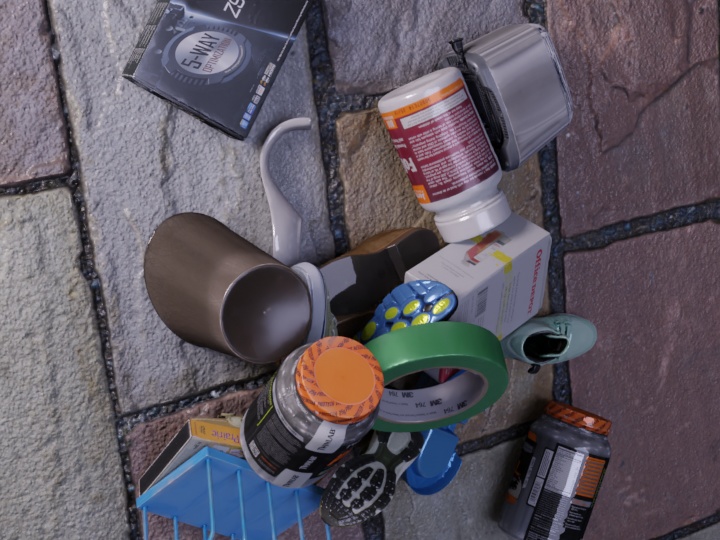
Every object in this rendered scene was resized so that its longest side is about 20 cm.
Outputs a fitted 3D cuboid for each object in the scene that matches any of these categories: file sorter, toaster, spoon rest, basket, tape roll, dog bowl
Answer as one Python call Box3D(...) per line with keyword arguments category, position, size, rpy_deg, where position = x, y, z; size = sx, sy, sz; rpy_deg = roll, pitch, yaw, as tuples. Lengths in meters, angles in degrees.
Box3D(category="file sorter", position=(-0.147, 0.322, 1.502), size=(0.200, 0.123, 0.139), rpy_deg=(27, 129, -37))
Box3D(category="toaster", position=(0.190, -0.237, 1.629), size=(0.129, 0.114, 0.201), rpy_deg=(-32, 112, -24))
Box3D(category="spoon rest", position=(-0.097, -0.087, 1.521), size=(0.060, 0.099, 0.201), rpy_deg=(6, 84, -1))
Box3D(category="basket", position=(-0.148, 0.031, 1.443), size=(0.136, 0.200, 0.181), rpy_deg=(-34, 115, -18))
Box3D(category="tape roll", position=(0.079, 0.133, 1.524), size=(0.200, 0.200, 0.048), rpy_deg=(11, 53, -30))
Box3D(category="dog bowl", position=(0.106, 0.203, 1.693), size=(0.111, 0.050, 0.201), rpy_deg=(27, 87, -45))

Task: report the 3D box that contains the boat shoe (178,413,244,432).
Box3D(category="boat shoe", position=(-0.138, 0.212, 1.571), size=(0.200, 0.063, 0.073), rpy_deg=(13, 136, -26))

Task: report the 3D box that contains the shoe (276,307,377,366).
Box3D(category="shoe", position=(-0.029, 0.080, 1.604), size=(0.199, 0.053, 0.070), rpy_deg=(-8, 112, -29))

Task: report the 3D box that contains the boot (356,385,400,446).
Box3D(category="boot", position=(-0.023, 0.196, 1.613), size=(0.200, 0.074, 0.076), rpy_deg=(2, 110, -41))

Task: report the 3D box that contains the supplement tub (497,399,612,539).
Box3D(category="supplement tub", position=(0.281, 0.294, 1.778), size=(0.122, 0.122, 0.201), rpy_deg=(19, 90, -30))

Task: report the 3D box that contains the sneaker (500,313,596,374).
Box3D(category="sneaker", position=(0.274, 0.104, 1.738), size=(0.200, 0.118, 0.074), rpy_deg=(0, 98, -30))

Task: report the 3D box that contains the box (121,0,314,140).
Box3D(category="box", position=(-0.164, -0.277, 1.462), size=(0.160, 0.043, 0.201), rpy_deg=(29, 86, -31))

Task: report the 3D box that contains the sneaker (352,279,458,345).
Box3D(category="sneaker", position=(0.057, 0.076, 1.540), size=(0.082, 0.071, 0.200), rpy_deg=(6, 142, -36))

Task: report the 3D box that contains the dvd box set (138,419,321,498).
Box3D(category="dvd box set", position=(-0.151, 0.248, 1.533), size=(0.199, 0.029, 0.146), rpy_deg=(15, 134, -29))

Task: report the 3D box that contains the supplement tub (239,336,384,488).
Box3D(category="supplement tub", position=(-0.054, 0.159, 1.409), size=(0.122, 0.200, 0.123), rpy_deg=(10, 59, -18))

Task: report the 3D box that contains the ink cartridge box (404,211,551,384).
Box3D(category="ink cartridge box", position=(0.149, 0.031, 1.624), size=(0.200, 0.083, 0.146), rpy_deg=(-32, 141, -34))

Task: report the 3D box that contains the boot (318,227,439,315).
Box3D(category="boot", position=(0.000, 0.000, 1.589), size=(0.200, 0.075, 0.074), rpy_deg=(-25, 112, -22))

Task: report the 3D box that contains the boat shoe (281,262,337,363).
Box3D(category="boat shoe", position=(-0.060, 0.075, 1.517), size=(0.062, 0.072, 0.201), rpy_deg=(-21, 130, -36))

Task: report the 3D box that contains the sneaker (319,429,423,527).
Box3D(category="sneaker", position=(0.007, 0.268, 1.580), size=(0.077, 0.089, 0.200), rpy_deg=(43, 43, 7))

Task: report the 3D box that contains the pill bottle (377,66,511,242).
Box3D(category="pill bottle", position=(0.110, -0.145, 1.585), size=(0.114, 0.114, 0.201), rpy_deg=(-29, 103, -21))
